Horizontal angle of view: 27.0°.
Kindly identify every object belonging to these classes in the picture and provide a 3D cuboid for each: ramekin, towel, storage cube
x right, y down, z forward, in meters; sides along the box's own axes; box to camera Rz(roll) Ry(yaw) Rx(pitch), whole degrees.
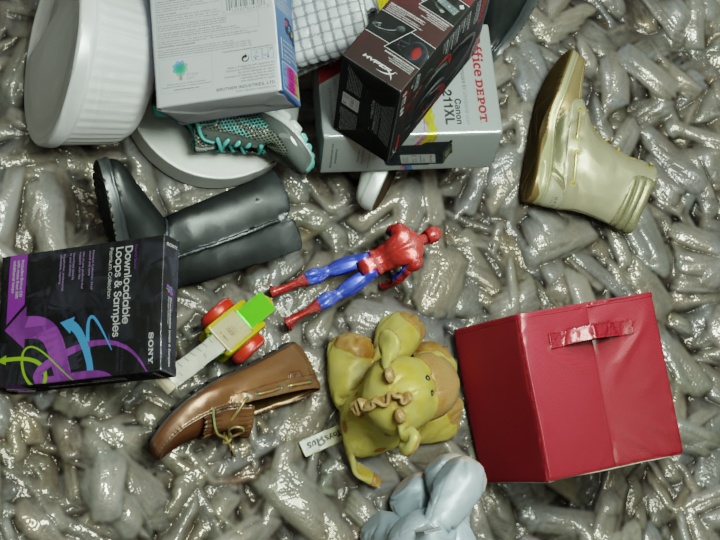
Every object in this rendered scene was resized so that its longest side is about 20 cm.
[{"bbox_3d":[-0.284,-0.226,1.593,0.094,0.202,0.203,7,73,-27],"label":"ramekin"},{"bbox_3d":[-0.070,-0.305,1.614,0.165,0.086,0.201,-17,79,11],"label":"towel"},{"bbox_3d":[0.226,0.131,1.655,0.171,0.200,0.180,-9,84,-20],"label":"storage cube"}]

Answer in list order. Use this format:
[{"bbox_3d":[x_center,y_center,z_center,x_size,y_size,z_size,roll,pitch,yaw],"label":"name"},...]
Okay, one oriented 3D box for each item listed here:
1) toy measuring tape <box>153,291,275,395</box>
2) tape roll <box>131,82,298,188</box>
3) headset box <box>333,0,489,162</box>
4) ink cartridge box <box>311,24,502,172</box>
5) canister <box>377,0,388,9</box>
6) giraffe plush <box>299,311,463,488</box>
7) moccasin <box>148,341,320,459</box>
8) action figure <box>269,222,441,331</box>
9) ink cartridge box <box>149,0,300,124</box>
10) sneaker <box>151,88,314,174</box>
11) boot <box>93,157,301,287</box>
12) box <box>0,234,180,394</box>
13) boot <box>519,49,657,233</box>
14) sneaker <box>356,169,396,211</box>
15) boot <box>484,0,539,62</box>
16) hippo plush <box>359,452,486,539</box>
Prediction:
[{"bbox_3d":[-0.159,0.084,1.594,0.074,0.074,0.200,49,45,0],"label":"toy measuring tape"},{"bbox_3d":[-0.168,-0.192,1.700,0.202,0.037,0.203,5,74,-17],"label":"tape roll"},{"bbox_3d":[0.061,-0.234,1.564,0.075,0.149,0.200,33,67,10],"label":"headset box"},{"bbox_3d":[0.050,-0.193,1.673,0.199,0.083,0.146,-3,65,-6],"label":"ink cartridge box"},{"bbox_3d":[-0.057,-0.346,1.754,0.200,0.087,0.149,14,72,-15],"label":"canister"},{"bbox_3d":[0.038,0.129,1.608,0.200,0.162,0.173,-40,90,-24],"label":"giraffe plush"},{"bbox_3d":[-0.134,0.151,1.601,0.201,0.074,0.078,-25,75,-32],"label":"moccasin"},{"bbox_3d":[0.000,0.000,1.694,0.200,0.099,0.065,-25,87,0],"label":"action figure"},{"bbox_3d":[-0.141,-0.262,1.541,0.136,0.076,0.201,-7,82,10],"label":"ink cartridge box"},{"bbox_3d":[-0.144,-0.156,1.645,0.200,0.078,0.091,35,72,4],"label":"sneaker"},{"bbox_3d":[-0.175,-0.067,1.621,0.200,0.066,0.165,-18,111,-18],"label":"boot"},{"bbox_3d":[-0.279,0.046,1.536,0.199,0.036,0.143,-7,73,21],"label":"box"},{"bbox_3d":[0.285,-0.155,1.817,0.155,0.073,0.200,17,72,-12],"label":"boot"},{"bbox_3d":[0.012,-0.163,1.742,0.084,0.073,0.200,15,67,4],"label":"sneaker"},{"bbox_3d":[0.115,-0.357,1.821,0.200,0.066,0.165,37,59,-8],"label":"boot"},{"bbox_3d":[0.109,0.298,1.581,0.159,0.200,0.161,-45,100,-2],"label":"hippo plush"}]
